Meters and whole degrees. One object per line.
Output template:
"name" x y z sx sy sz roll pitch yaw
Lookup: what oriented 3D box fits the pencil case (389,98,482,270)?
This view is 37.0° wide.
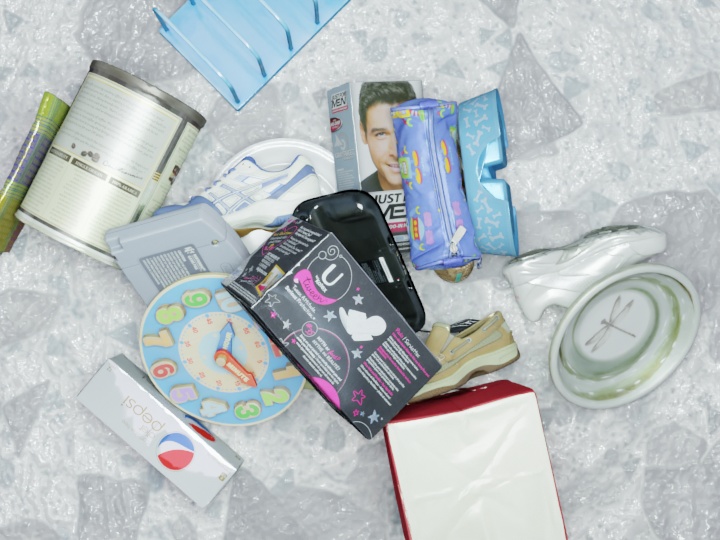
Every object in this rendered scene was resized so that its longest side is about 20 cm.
"pencil case" 0.084 -0.095 1.212 0.078 0.087 0.201 -10 93 -12

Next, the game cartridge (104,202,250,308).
"game cartridge" -0.187 0.007 1.226 0.133 0.200 0.042 -18 48 5

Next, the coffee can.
"coffee can" -0.288 -0.120 1.244 0.146 0.146 0.201 27 88 0

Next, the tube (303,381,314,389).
"tube" -0.041 0.117 1.286 0.199 0.052 0.058 7 76 1

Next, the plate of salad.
"plate of salad" -0.090 -0.058 1.296 0.199 0.048 0.201 0 97 -2

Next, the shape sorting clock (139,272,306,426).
"shape sorting clock" -0.156 0.094 1.229 0.199 0.039 0.201 2 115 4

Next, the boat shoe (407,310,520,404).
"boat shoe" 0.095 0.097 1.244 0.200 0.072 0.076 -19 94 -37

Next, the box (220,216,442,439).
"box" -0.031 0.056 1.137 0.115 0.132 0.200 -43 113 -9

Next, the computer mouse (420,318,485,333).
"computer mouse" 0.063 0.067 1.307 0.199 0.034 0.059 8 98 -8

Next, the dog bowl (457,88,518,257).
"dog bowl" 0.151 -0.113 1.276 0.049 0.111 0.201 -6 89 13

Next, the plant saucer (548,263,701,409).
"plant saucer" 0.303 0.070 1.270 0.199 0.050 0.201 -10 123 -16

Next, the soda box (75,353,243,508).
"soda box" -0.235 0.188 1.273 0.200 0.068 0.064 40 91 0

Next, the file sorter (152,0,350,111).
"file sorter" -0.128 -0.316 1.267 0.139 0.123 0.200 45 88 1

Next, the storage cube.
"storage cube" 0.123 0.232 1.225 0.170 0.180 0.201 -12 87 -2

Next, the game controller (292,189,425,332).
"game controller" 0.000 0.000 1.217 0.104 0.042 0.200 -16 120 16

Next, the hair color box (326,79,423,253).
"hair color box" 0.026 -0.118 1.263 0.099 0.061 0.201 -7 92 -28

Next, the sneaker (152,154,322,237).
"sneaker" -0.144 -0.084 1.241 0.199 0.075 0.089 -8 83 -7

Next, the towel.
"towel" -0.389 -0.105 1.243 0.023 0.144 0.201 26 87 -3

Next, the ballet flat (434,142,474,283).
"ballet flat" 0.106 -0.086 1.291 0.070 0.065 0.201 -12 88 -4

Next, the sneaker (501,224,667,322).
"sneaker" 0.276 0.007 1.296 0.199 0.078 0.100 -17 97 5
